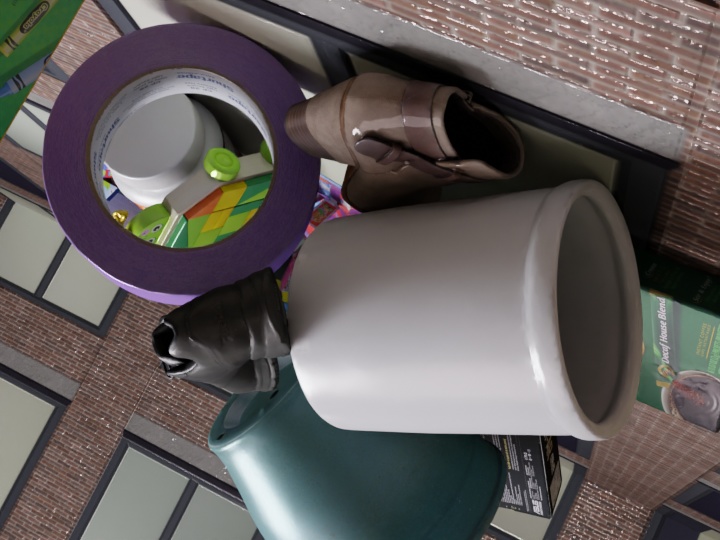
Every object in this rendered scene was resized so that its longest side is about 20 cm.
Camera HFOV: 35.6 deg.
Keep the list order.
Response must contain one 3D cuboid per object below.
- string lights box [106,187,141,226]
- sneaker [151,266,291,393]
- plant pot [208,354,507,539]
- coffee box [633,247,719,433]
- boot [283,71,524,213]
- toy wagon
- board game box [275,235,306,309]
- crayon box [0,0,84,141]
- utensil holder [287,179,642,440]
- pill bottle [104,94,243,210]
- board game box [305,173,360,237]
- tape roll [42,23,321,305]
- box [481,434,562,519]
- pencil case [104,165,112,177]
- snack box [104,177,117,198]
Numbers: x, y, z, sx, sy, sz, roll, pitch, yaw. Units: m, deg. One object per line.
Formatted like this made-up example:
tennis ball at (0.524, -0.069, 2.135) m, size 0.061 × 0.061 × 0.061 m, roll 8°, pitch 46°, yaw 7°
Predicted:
string lights box at (-0.223, -0.063, 1.259) m, size 0.103 × 0.059 × 0.200 m, roll 32°, pitch -150°, yaw -4°
sneaker at (-0.103, 0.049, 0.805) m, size 0.090 × 0.076 × 0.200 m, roll -13°, pitch 164°, yaw -11°
plant pot at (-0.015, 0.155, 0.924) m, size 0.188 × 0.200 × 0.200 m, roll 47°, pitch 166°, yaw -13°
coffee box at (0.198, 0.038, 0.870) m, size 0.199 × 0.044 × 0.123 m, roll 24°, pitch 138°, yaw 24°
boot at (0.048, -0.078, 0.776) m, size 0.146 × 0.071 × 0.200 m, roll 5°, pitch 170°, yaw 39°
toy wagon at (-0.144, -0.050, 1.034) m, size 0.200 × 0.155 × 0.040 m, roll -21°, pitch -114°, yaw -45°
board game box at (-0.064, 0.018, 1.170) m, size 0.147 × 0.201 × 0.064 m, roll 29°, pitch 170°, yaw -18°
crayon box at (-0.243, -0.156, 0.721) m, size 0.058 × 0.201 × 0.119 m, roll 35°, pitch 168°, yaw -37°
utensil holder at (0.073, 0.033, 0.776) m, size 0.199 × 0.171 × 0.170 m, roll -6°, pitch 154°, yaw 31°
pill bottle at (-0.177, -0.102, 1.098) m, size 0.114 × 0.115 × 0.200 m, roll 24°, pitch 171°, yaw 15°
board game box at (0.000, 0.000, 0.944) m, size 0.200 × 0.039 × 0.158 m, roll 33°, pitch 156°, yaw 30°
tape roll at (-0.130, -0.077, 0.833) m, size 0.199 × 0.201 × 0.066 m, roll 27°, pitch 172°, yaw 0°
box at (0.098, 0.146, 1.034) m, size 0.160 × 0.044 × 0.200 m, roll 9°, pitch 142°, yaw 23°
pencil case at (-0.272, -0.153, 1.195) m, size 0.086 × 0.078 × 0.200 m, roll 5°, pitch 173°, yaw -11°
snack box at (-0.253, -0.077, 1.406) m, size 0.200 × 0.068 × 0.169 m, roll 31°, pitch -163°, yaw -12°
